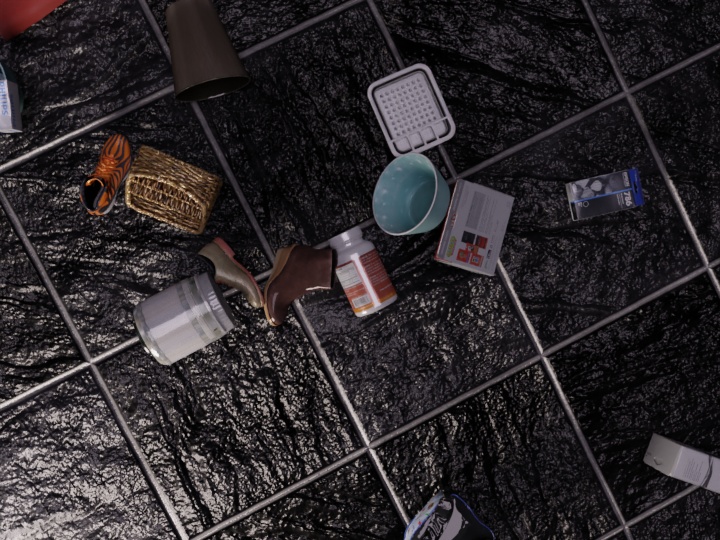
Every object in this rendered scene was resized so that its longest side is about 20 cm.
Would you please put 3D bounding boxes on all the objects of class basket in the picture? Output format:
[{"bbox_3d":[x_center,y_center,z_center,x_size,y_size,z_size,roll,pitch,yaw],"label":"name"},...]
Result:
[{"bbox_3d":[-0.438,-0.183,1.685,0.200,0.143,0.149,24,88,-6],"label":"basket"},{"bbox_3d":[-0.372,-0.516,1.694,0.180,0.136,0.200,-17,89,-9],"label":"basket"}]

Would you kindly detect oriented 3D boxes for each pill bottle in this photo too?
[{"bbox_3d":[0.000,0.000,1.750,0.112,0.112,0.200,-25,93,-5],"label":"pill bottle"}]

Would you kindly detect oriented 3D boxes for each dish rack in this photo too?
[{"bbox_3d":[0.122,-0.388,1.789,0.171,0.044,0.200,-24,94,-4],"label":"dish rack"}]

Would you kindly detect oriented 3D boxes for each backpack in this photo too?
[{"bbox_3d":[0.201,0.645,1.766,0.190,0.154,0.200,-43,87,-10],"label":"backpack"}]

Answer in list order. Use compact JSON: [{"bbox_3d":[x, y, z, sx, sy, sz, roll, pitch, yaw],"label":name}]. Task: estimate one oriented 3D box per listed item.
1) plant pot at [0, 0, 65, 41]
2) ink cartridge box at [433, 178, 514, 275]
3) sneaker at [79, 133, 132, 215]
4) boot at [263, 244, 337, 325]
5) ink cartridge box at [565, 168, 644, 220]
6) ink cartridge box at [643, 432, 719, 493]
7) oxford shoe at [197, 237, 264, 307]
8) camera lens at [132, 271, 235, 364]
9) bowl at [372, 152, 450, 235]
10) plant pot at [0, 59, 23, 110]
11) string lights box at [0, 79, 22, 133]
[{"bbox_3d":[-0.767,-0.643,1.627,0.177,0.200,0.201,-30,94,-13],"label":"plant pot"},{"bbox_3d":[0.258,-0.107,1.761,0.175,0.084,0.200,16,89,-28],"label":"ink cartridge box"},{"bbox_3d":[-0.586,-0.224,1.684,0.077,0.112,0.200,15,90,-6],"label":"sneaker"},{"bbox_3d":[-0.141,0.037,1.720,0.166,0.072,0.200,4,83,32],"label":"boot"},{"bbox_3d":[0.627,-0.195,1.848,0.200,0.039,0.100,-14,92,-6],"label":"ink cartridge box"},{"bbox_3d":[0.843,0.491,1.830,0.200,0.145,0.084,20,88,-6],"label":"ink cartridge box"},{"bbox_3d":[-0.307,0.019,1.727,0.075,0.070,0.200,-37,81,-28],"label":"oxford shoe"},{"bbox_3d":[-0.410,0.111,1.686,0.200,0.160,0.160,-28,94,-5],"label":"camera lens"},{"bbox_3d":[0.135,-0.169,1.737,0.105,0.201,0.201,18,89,-43],"label":"bowl"},{"bbox_3d":[-0.850,-0.393,1.614,0.200,0.188,0.201,0,94,-5],"label":"plant pot"},{"bbox_3d":[-0.812,-0.331,1.498,0.200,0.059,0.103,-4,95,-4],"label":"string lights box"}]
